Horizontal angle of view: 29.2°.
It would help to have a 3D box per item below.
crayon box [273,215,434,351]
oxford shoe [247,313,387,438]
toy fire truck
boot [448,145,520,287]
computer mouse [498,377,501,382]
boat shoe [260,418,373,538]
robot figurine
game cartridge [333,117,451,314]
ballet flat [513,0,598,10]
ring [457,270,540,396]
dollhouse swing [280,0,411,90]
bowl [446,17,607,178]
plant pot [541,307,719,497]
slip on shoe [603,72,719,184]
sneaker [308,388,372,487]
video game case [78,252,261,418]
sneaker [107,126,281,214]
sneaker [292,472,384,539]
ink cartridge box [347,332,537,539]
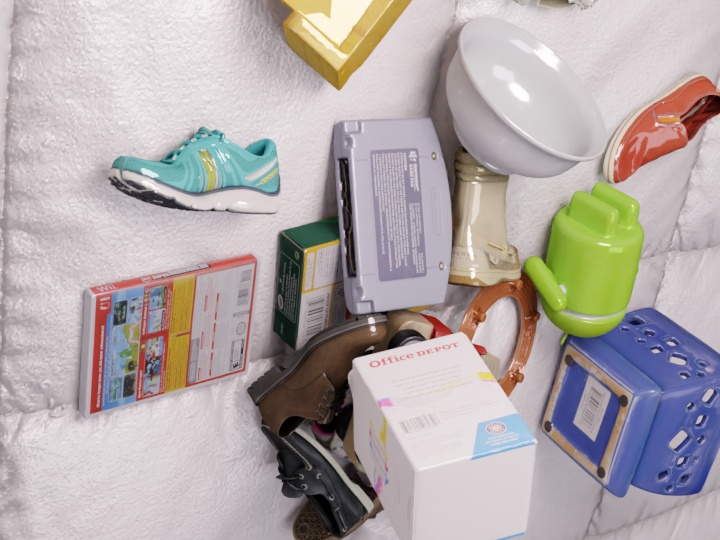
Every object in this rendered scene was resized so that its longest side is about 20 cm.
[{"bbox_3d":[0.000,0.000,1.527,0.198,0.051,0.127,-16,126,-34],"label":"crayon box"},{"bbox_3d":[-0.033,0.114,1.479,0.072,0.085,0.200,-5,150,-49],"label":"oxford shoe"},{"bbox_3d":[0.085,0.142,1.554,0.197,0.129,0.178,13,101,-24],"label":"toy fire truck"},{"bbox_3d":[0.145,-0.066,1.590,0.200,0.072,0.158,-13,107,-68],"label":"boot"},{"bbox_3d":[0.134,0.158,1.757,0.139,0.046,0.202,-22,130,-29],"label":"computer mouse"},{"bbox_3d":[-0.061,0.239,1.593,0.066,0.074,0.200,-51,130,-17],"label":"boat shoe"},{"bbox_3d":[0.290,-0.005,1.740,0.174,0.115,0.203,-23,131,-40],"label":"robot figurine"},{"bbox_3d":[0.038,-0.060,1.471,0.132,0.041,0.203,-5,93,-32],"label":"game cartridge"},{"bbox_3d":[0.199,-0.312,1.494,0.198,0.072,0.073,0,117,-42],"label":"ballet flat"},{"bbox_3d":[0.173,0.096,1.734,0.200,0.019,0.203,-32,131,-45],"label":"ring"},{"bbox_3d":[-0.026,-0.312,1.308,0.201,0.175,0.182,-52,180,-1],"label":"dollhouse swing"},{"bbox_3d":[0.162,-0.169,1.486,0.199,0.203,0.090,2,143,-43],"label":"bowl"},{"bbox_3d":[0.370,0.184,1.885,0.178,0.200,0.203,-3,120,-34],"label":"plant pot"},{"bbox_3d":[0.385,-0.177,1.754,0.199,0.061,0.075,-38,138,-16],"label":"slip on shoe"},{"bbox_3d":[-0.017,0.181,1.618,0.088,0.081,0.202,-31,126,-21],"label":"sneaker"},{"bbox_3d":[-0.194,0.065,1.418,0.198,0.017,0.145,-14,125,-37],"label":"video game case"},{"bbox_3d":[-0.156,-0.098,1.320,0.198,0.077,0.081,-1,98,-47],"label":"sneaker"},{"bbox_3d":[0.006,0.286,1.710,0.199,0.070,0.076,-37,142,-16],"label":"sneaker"},{"bbox_3d":[0.074,0.166,1.386,0.127,0.201,0.127,-11,127,-16],"label":"ink cartridge box"}]
